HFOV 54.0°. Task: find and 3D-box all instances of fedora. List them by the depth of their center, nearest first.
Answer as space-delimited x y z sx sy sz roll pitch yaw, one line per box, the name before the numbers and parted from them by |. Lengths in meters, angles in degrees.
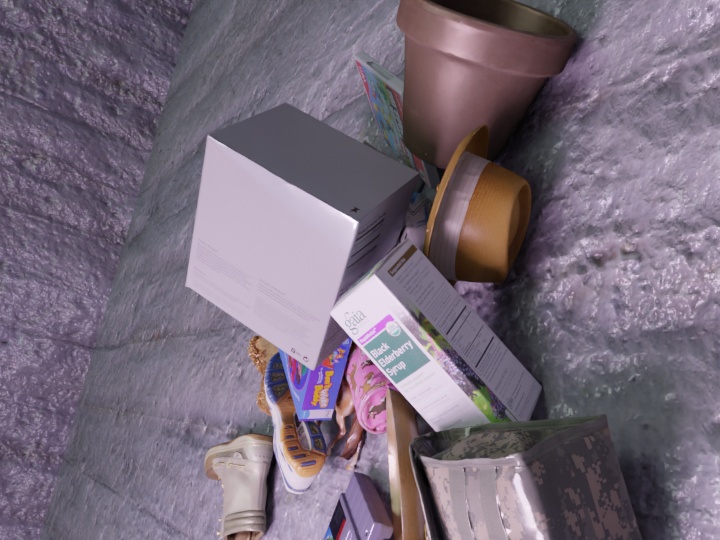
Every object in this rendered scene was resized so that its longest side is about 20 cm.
fedora | 0.129 -0.047 0.742 0.081 0.200 0.203 19 90 19

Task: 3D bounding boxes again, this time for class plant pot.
plant pot | 0.047 0.222 0.725 0.200 0.027 0.204 177 90 -88
plant pot | 0.125 -0.216 0.813 0.201 0.197 0.177 -115 32 -52

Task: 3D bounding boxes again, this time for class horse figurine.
horse figurine | -0.029 0.179 0.952 0.200 0.049 0.134 35 110 63

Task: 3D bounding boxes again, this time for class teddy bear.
teddy bear | -0.116 0.121 1.093 0.143 0.067 0.203 -23 72 18

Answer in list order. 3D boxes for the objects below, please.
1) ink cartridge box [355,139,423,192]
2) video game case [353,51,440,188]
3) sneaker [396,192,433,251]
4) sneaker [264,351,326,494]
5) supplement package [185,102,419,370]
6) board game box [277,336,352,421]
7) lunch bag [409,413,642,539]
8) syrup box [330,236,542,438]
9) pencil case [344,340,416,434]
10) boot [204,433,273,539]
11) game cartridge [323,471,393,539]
ink cartridge box | -0.011 -0.139 1.037 0.068 0.115 0.199 -62 28 -2
video game case | 0.048 -0.214 0.984 0.017 0.144 0.201 -25 34 -4
sneaker | 0.060 -0.045 0.851 0.200 0.071 0.073 -89 12 -70
sneaker | -0.097 0.203 0.958 0.202 0.074 0.089 -102 22 -44
supplement package | -0.068 -0.043 0.789 0.147 0.190 0.202 -40 -25 -50
board game box | -0.070 0.078 0.938 0.201 0.044 0.136 -117 35 -52
lunch bag | 0.114 0.211 0.565 0.199 0.116 0.167 -25 78 57
syrup box | 0.073 0.077 0.676 0.079 0.200 0.081 -41 3 41
pencil case | 0.012 0.109 0.891 0.082 0.087 0.201 -28 39 5
boot | -0.202 0.358 1.127 0.199 0.071 0.157 -35 47 46
game cartridge | -0.023 0.353 0.821 0.130 0.038 0.203 -144 74 -71
